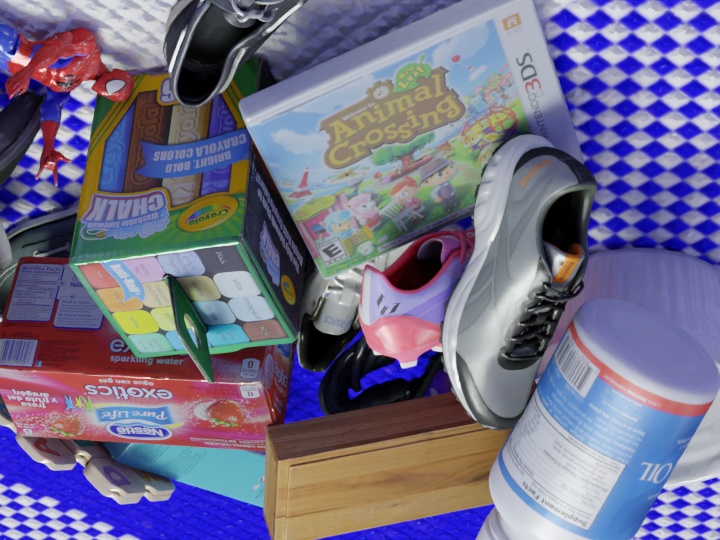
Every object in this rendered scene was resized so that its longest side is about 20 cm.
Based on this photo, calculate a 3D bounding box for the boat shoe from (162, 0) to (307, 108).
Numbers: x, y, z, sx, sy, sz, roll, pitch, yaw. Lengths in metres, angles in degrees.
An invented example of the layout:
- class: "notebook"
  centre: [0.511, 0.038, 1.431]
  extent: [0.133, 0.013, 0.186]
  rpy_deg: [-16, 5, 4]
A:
- class: "boat shoe"
  centre: [-0.062, -0.169, 1.357]
  extent: [0.072, 0.063, 0.200]
  rpy_deg: [23, 141, -24]

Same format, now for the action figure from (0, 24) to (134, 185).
- class: "action figure"
  centre: [-0.246, -0.127, 1.417]
  extent: [0.199, 0.100, 0.065]
  rpy_deg: [13, 145, -16]

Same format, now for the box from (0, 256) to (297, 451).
- class: "box"
  centre: [-0.151, 0.059, 1.547]
  extent: [0.199, 0.100, 0.096]
  rpy_deg: [2, 145, 9]

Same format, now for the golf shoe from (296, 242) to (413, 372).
- class: "golf shoe"
  centre: [0.000, 0.000, 1.561]
  extent: [0.078, 0.098, 0.200]
  rpy_deg: [16, 142, -5]

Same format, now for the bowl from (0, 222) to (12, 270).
- class: "bowl"
  centre: [-0.316, -0.012, 1.556]
  extent: [0.107, 0.200, 0.201]
  rpy_deg: [-33, 152, -21]

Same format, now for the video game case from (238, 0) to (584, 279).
- class: "video game case"
  centre: [0.039, -0.089, 1.433]
  extent: [0.199, 0.022, 0.182]
  rpy_deg: [-24, 141, 2]

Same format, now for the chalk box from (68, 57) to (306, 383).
- class: "chalk box"
  centre: [-0.112, -0.022, 1.454]
  extent: [0.123, 0.201, 0.125]
  rpy_deg: [-6, 143, 16]

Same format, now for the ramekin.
- class: "ramekin"
  centre: [0.208, 0.070, 1.630]
  extent: [0.199, 0.106, 0.201]
  rpy_deg: [3, 145, 2]

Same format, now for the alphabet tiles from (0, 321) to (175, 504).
- class: "alphabet tiles"
  centre: [-0.229, 0.107, 1.673]
  extent: [0.015, 0.200, 0.195]
  rpy_deg: [-51, 160, 12]

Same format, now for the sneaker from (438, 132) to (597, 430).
- class: "sneaker"
  centre: [0.108, 0.014, 1.443]
  extent: [0.074, 0.201, 0.079]
  rpy_deg: [-3, -160, -39]

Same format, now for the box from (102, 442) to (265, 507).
- class: "box"
  centre: [-0.135, 0.128, 1.722]
  extent: [0.049, 0.082, 0.200]
  rpy_deg: [-48, 144, 12]

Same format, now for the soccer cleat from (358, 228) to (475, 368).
- class: "soccer cleat"
  centre: [0.079, -0.004, 1.506]
  extent: [0.067, 0.199, 0.077]
  rpy_deg: [25, 133, 44]

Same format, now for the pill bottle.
- class: "pill bottle"
  centre: [0.156, 0.130, 1.497]
  extent: [0.112, 0.112, 0.201]
  rpy_deg: [18, 116, -18]

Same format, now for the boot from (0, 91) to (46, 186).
- class: "boot"
  centre: [-0.321, -0.105, 1.447]
  extent: [0.174, 0.200, 0.069]
  rpy_deg: [46, 149, -1]

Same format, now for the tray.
- class: "tray"
  centre: [0.031, 0.139, 1.558]
  extent: [0.199, 0.037, 0.099]
  rpy_deg: [-10, 137, -14]

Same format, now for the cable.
- class: "cable"
  centre: [0.038, 0.056, 1.621]
  extent: [0.163, 0.051, 0.200]
  rpy_deg: [-29, 159, -4]

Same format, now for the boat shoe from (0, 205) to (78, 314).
- class: "boat shoe"
  centre: [-0.216, -0.002, 1.617]
  extent: [0.199, 0.062, 0.073]
  rpy_deg: [-25, 135, 36]

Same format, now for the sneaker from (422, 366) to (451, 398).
- class: "sneaker"
  centre: [0.057, 0.141, 1.659]
  extent: [0.099, 0.070, 0.200]
  rpy_deg: [-29, 157, -11]
